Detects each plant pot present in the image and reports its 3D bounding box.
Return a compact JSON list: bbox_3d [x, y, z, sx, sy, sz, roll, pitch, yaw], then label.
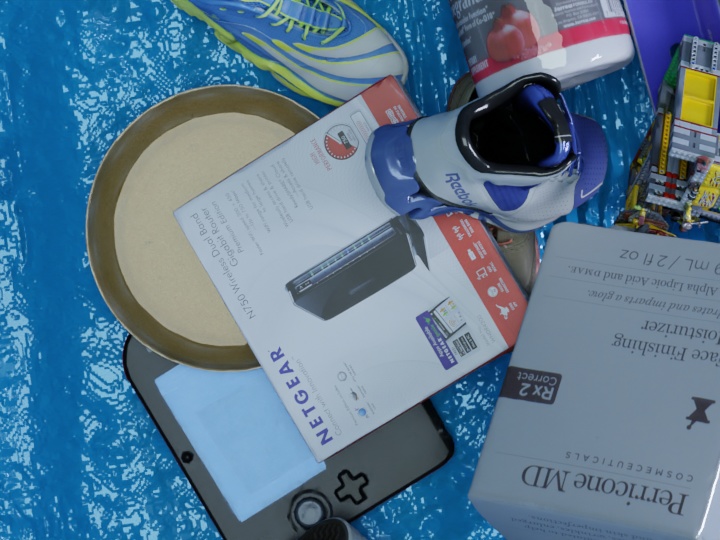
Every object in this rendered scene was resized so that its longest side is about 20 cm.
[{"bbox_3d":[-0.093,-0.029,1.706,0.198,0.027,0.202,0,86,-1],"label":"plant pot"}]

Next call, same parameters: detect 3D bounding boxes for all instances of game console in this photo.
[{"bbox_3d":[-0.054,0.090,1.726,0.176,0.031,0.201,-31,90,4],"label":"game console"}]

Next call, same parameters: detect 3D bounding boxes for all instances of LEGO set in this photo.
[{"bbox_3d":[0.243,-0.053,1.610,0.153,0.200,0.116,19,54,-10],"label":"LEGO set"}]

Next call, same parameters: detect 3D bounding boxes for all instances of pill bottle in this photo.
[{"bbox_3d":[0.103,-0.218,1.621,0.110,0.111,0.201,-17,87,3],"label":"pill bottle"}]

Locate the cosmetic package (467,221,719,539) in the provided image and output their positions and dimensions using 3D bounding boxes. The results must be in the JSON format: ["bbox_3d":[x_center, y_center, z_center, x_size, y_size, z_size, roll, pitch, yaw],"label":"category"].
[{"bbox_3d":[0.195,0.100,1.593,0.164,0.165,0.201,8,67,29],"label":"cosmetic package"}]

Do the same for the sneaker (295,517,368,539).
[{"bbox_3d":[-0.061,0.256,1.713,0.199,0.073,0.085,-33,129,19],"label":"sneaker"}]

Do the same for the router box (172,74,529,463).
[{"bbox_3d":[0.000,0.000,1.652,0.179,0.049,0.201,-32,86,7],"label":"router box"}]

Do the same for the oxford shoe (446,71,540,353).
[{"bbox_3d":[0.086,-0.041,1.692,0.070,0.075,0.202,-7,91,3],"label":"oxford shoe"}]

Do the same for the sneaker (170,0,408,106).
[{"bbox_3d":[-0.060,-0.173,1.680,0.199,0.105,0.076,27,93,2],"label":"sneaker"}]

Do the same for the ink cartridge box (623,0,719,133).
[{"bbox_3d":[0.288,-0.151,1.637,0.199,0.044,0.199,-21,134,3],"label":"ink cartridge box"}]

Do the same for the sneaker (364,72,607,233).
[{"bbox_3d":[0.110,-0.075,1.579,0.115,0.199,0.081,-19,79,44],"label":"sneaker"}]
